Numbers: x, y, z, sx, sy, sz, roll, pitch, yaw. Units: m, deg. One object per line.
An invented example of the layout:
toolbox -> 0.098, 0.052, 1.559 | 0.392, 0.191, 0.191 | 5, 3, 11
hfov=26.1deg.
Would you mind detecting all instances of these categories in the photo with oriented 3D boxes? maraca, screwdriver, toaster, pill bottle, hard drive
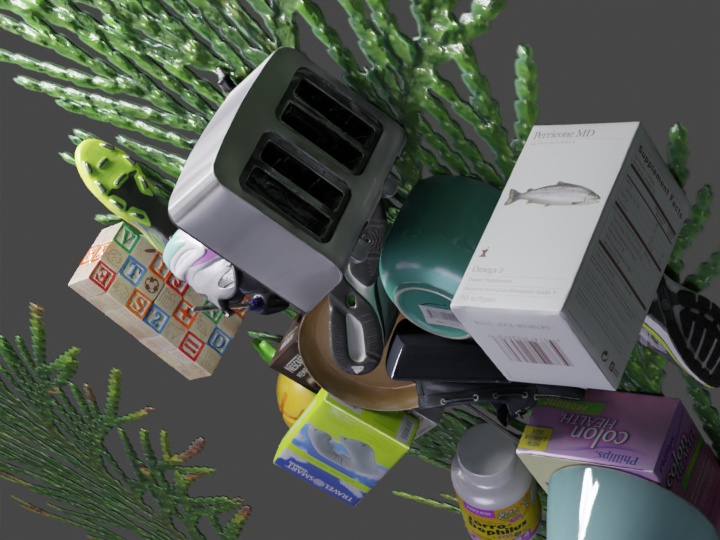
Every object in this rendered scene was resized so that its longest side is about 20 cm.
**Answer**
maraca -> -0.060, 0.157, 1.973 | 0.200, 0.107, 0.137 | 44, 166, -12
screwdriver -> 0.117, 0.148, 1.770 | 0.199, 0.029, 0.028 | 33, 113, -25
toaster -> -0.071, -0.092, 1.464 | 0.199, 0.182, 0.119 | 35, 147, -14
screwdriver -> -0.139, 0.044, 1.787 | 0.028, 0.029, 0.200 | 18, -165, 25
pill bottle -> 0.171, 0.272, 1.966 | 0.104, 0.105, 0.201 | 15, 151, 22
hard drive -> 0.093, 0.082, 1.623 | 0.134, 0.043, 0.200 | 1, -173, 2

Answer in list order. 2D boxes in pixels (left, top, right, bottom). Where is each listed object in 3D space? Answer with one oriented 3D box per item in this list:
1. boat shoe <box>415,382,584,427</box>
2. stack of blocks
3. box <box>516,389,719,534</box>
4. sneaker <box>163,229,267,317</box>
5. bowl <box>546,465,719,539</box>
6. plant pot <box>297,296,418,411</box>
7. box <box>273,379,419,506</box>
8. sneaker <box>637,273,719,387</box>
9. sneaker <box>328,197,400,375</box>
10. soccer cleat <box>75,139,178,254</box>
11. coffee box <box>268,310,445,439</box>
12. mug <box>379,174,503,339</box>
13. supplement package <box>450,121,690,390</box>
boat shoe -> 0.154, 0.139, 1.720 | 0.198, 0.067, 0.074 | 8, 176, -16
stack of blocks -> -0.242, 0.028, 1.900 | 0.200, 0.116, 0.058 | 40, 151, -23
box -> 0.305, 0.230, 1.777 | 0.175, 0.097, 0.200 | 4, 146, 38
sneaker -> -0.124, -0.032, 1.651 | 0.140, 0.078, 0.201 | 44, 138, 16
bowl -> 0.286, 0.313, 1.718 | 0.199, 0.106, 0.201 | 20, 152, 11
plant pot -> 0.029, 0.076, 1.750 | 0.198, 0.028, 0.201 | 2, 128, 3
box -> -0.024, 0.213, 1.886 | 0.121, 0.048, 0.200 | 30, 141, -6
sneaker -> 0.283, 0.042, 1.509 | 0.200, 0.074, 0.081 | 42, 160, -15
sneaker -> 0.000, 0.000, 1.629 | 0.075, 0.202, 0.115 | 1, -171, 9
soccer cleat -> -0.257, -0.074, 1.792 | 0.200, 0.065, 0.083 | 40, 157, -23
coffee box -> 0.004, 0.119, 1.874 | 0.199, 0.080, 0.113 | 31, 153, -7
mug -> 0.100, -0.008, 1.521 | 0.151, 0.115, 0.185 | 31, 154, -7
supplement package -> 0.183, -0.014, 1.337 | 0.116, 0.201, 0.117 | 1, 144, 41
